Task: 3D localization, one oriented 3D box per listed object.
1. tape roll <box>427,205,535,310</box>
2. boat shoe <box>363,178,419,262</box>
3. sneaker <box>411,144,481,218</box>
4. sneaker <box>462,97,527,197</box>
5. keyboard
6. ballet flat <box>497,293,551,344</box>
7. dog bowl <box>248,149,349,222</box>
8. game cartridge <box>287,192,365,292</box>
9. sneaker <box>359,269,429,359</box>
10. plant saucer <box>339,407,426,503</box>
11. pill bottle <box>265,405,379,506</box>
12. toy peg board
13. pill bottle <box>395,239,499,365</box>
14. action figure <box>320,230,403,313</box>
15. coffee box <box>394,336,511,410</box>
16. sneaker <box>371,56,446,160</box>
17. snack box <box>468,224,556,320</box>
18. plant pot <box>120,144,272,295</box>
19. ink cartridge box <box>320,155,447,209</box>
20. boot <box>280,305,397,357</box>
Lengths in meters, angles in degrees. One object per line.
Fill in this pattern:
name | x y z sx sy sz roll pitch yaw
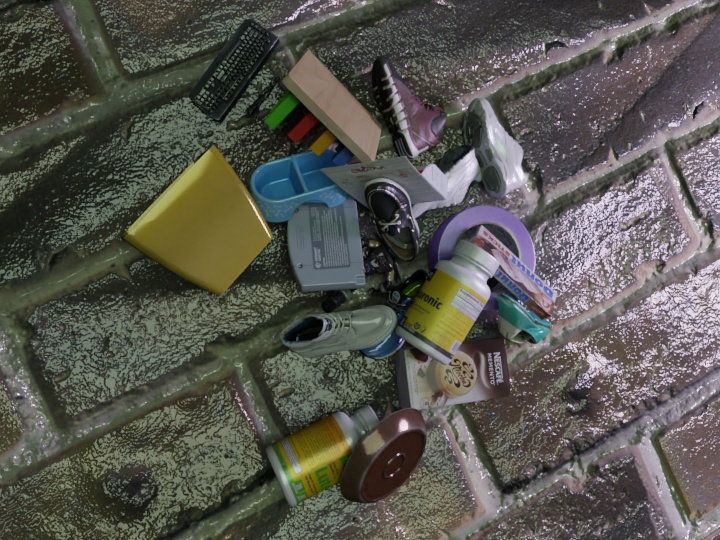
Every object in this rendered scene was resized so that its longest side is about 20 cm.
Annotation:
tape roll | 0.234 -0.022 1.306 0.199 0.066 0.202 1 85 -13
boat shoe | 0.057 -0.084 1.186 0.073 0.200 0.061 -9 57 14
sneaker | 0.157 -0.152 1.296 0.200 0.075 0.087 -39 119 -4
sneaker | 0.271 -0.247 1.336 0.099 0.078 0.201 -18 90 -30
keyboard | -0.215 -0.360 1.252 0.127 0.021 0.201 34 80 -8
ballet flat | 0.299 0.102 1.270 0.071 0.067 0.200 -55 141 7
dog bowl | -0.110 -0.160 1.223 0.199 0.050 0.112 -17 62 -14
game cartridge | -0.065 -0.054 1.213 0.132 0.041 0.201 -1 60 -8
sneaker | 0.062 0.074 1.238 0.078 0.089 0.200 29 70 33
plant saucer | 0.050 0.334 1.186 0.200 0.034 0.201 -27 135 -31
pill bottle | -0.057 0.319 1.190 0.199 0.111 0.112 -24 91 -13
toy peg board | -0.070 -0.269 1.208 0.098 0.200 0.199 -39 108 24
pill bottle | 0.156 0.053 1.171 0.111 0.111 0.201 33 88 -9
action figure | 0.000 0.000 1.251 0.199 0.069 0.131 -29 86 -28
coffee box | 0.172 0.191 1.268 0.199 0.080 0.114 -6 87 -13
sneaker | 0.100 -0.323 1.301 0.115 0.076 0.201 -23 101 -18
snack box | 0.281 0.004 1.252 0.200 0.024 0.072 41 41 -7
plant pot | -0.266 -0.068 1.139 0.176 0.200 0.200 45 78 -17
ink cartridge box | 0.045 -0.165 1.171 0.159 0.200 0.048 -4 73 26
boot | -0.040 0.104 1.178 0.199 0.096 0.074 -21 68 14
